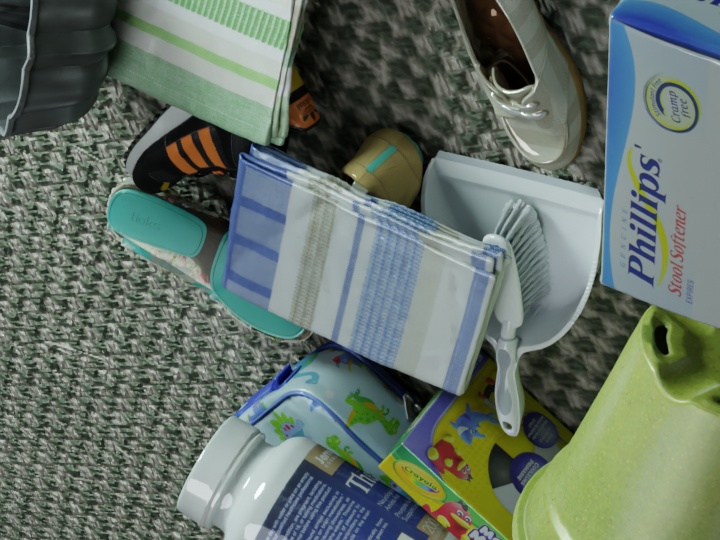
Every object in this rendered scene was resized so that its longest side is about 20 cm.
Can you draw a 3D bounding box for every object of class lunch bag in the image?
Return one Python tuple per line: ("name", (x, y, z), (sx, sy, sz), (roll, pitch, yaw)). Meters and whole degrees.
("lunch bag", (-0.023, 0.147, 1.712), (0.161, 0.083, 0.200), (43, 142, -5))

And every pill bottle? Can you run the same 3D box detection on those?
("pill bottle", (-0.031, 0.193, 1.607), (0.199, 0.111, 0.111), (31, 141, 8))

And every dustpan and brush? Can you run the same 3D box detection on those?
("dustpan and brush", (0.106, 0.026, 1.505), (0.139, 0.057, 0.201), (16, 135, 30))

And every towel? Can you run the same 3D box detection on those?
("towel", (0.000, 0.000, 1.505), (0.199, 0.024, 0.147), (24, 137, 11))
("towel", (-0.095, -0.197, 1.450), (0.152, 0.023, 0.201), (26, 121, 22))

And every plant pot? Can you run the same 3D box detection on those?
("plant pot", (0.217, 0.122, 1.418), (0.200, 0.200, 0.185), (28, 129, 17))

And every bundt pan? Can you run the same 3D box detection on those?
("bundt pan", (-0.223, -0.189, 1.515), (0.202, 0.075, 0.203), (178, 90, -66))

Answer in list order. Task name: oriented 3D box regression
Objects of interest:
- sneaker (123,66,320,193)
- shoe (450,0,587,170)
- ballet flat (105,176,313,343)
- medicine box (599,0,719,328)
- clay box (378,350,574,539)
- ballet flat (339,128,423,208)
("sneaker", (-0.099, -0.089, 1.560), (0.090, 0.070, 0.200), (51, 140, 3))
("shoe", (0.089, -0.143, 1.367), (0.070, 0.053, 0.201), (4, 128, 38))
("ballet flat", (-0.103, -0.014, 1.651), (0.199, 0.064, 0.076), (33, 105, 17))
("medicine box", (0.218, -0.100, 1.177), (0.102, 0.200, 0.183), (20, 137, 25))
("clay box", (0.123, 0.165, 1.578), (0.200, 0.115, 0.048), (41, 141, 0))
("ballet flat", (-0.006, -0.021, 1.555), (0.068, 0.063, 0.201), (36, 142, 18))
